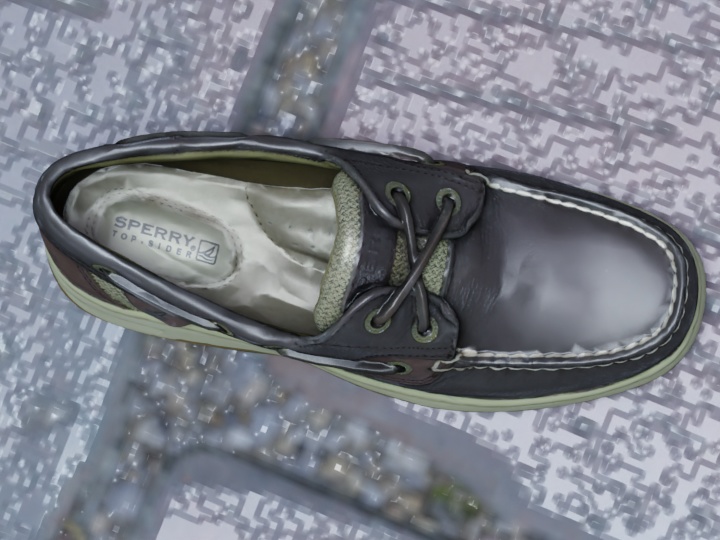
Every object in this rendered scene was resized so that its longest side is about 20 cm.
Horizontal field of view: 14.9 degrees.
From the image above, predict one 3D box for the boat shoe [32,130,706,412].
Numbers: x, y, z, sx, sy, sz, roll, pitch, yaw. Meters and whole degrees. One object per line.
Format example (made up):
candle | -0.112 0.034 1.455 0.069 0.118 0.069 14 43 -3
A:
boat shoe | 0.000 0.000 0.793 0.198 0.065 0.074 4 85 8
